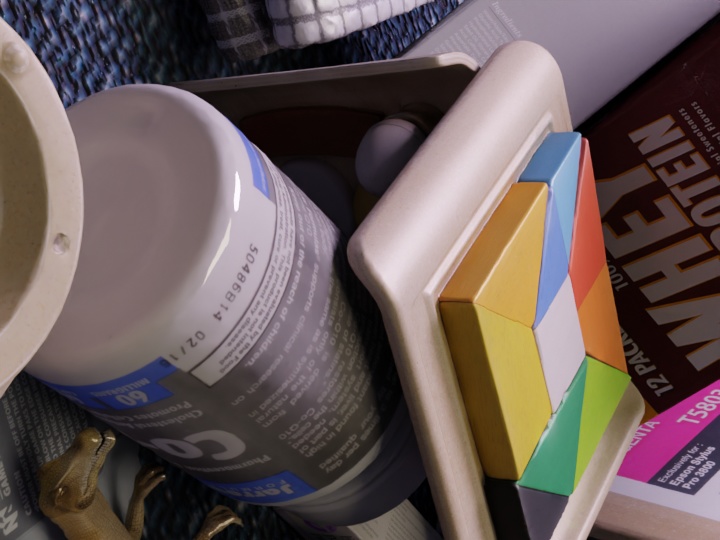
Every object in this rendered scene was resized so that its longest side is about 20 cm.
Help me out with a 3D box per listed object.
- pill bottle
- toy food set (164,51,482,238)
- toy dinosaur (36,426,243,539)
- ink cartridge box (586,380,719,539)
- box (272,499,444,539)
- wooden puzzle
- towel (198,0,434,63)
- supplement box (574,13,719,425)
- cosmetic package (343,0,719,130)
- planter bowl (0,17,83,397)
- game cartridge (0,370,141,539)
[{"bbox_3d":[-0.047,0.024,0.637,0.200,0.113,0.114,44,53,-52],"label":"pill bottle"},{"bbox_3d":[0.000,0.000,0.748,0.060,0.143,0.201,-44,125,-52],"label":"toy food set"},{"bbox_3d":[-0.092,0.150,0.643,0.101,0.058,0.201,-13,103,-45],"label":"toy dinosaur"},{"bbox_3d":[0.179,0.114,0.849,0.200,0.164,0.075,-32,124,-43],"label":"ink cartridge box"},{"bbox_3d":[0.022,0.157,0.874,0.200,0.039,0.042,51,47,-44],"label":"box"},{"bbox_3d":[0.071,0.029,0.690,0.185,0.037,0.201,-53,131,-47],"label":"wooden puzzle"},{"bbox_3d":[-0.019,-0.201,0.790,0.200,0.085,0.166,-35,114,-54],"label":"towel"},{"bbox_3d":[0.196,-0.057,0.828,0.133,0.200,0.197,50,39,-3],"label":"supplement box"},{"bbox_3d":[0.083,-0.105,0.818,0.090,0.200,0.107,55,-5,-3],"label":"cosmetic package"},{"bbox_3d":[-0.162,-0.017,0.457,0.200,0.134,0.201,1,89,-45],"label":"planter bowl"},{"bbox_3d":[-0.149,0.031,0.610,0.133,0.040,0.201,-39,121,-56],"label":"game cartridge"}]
